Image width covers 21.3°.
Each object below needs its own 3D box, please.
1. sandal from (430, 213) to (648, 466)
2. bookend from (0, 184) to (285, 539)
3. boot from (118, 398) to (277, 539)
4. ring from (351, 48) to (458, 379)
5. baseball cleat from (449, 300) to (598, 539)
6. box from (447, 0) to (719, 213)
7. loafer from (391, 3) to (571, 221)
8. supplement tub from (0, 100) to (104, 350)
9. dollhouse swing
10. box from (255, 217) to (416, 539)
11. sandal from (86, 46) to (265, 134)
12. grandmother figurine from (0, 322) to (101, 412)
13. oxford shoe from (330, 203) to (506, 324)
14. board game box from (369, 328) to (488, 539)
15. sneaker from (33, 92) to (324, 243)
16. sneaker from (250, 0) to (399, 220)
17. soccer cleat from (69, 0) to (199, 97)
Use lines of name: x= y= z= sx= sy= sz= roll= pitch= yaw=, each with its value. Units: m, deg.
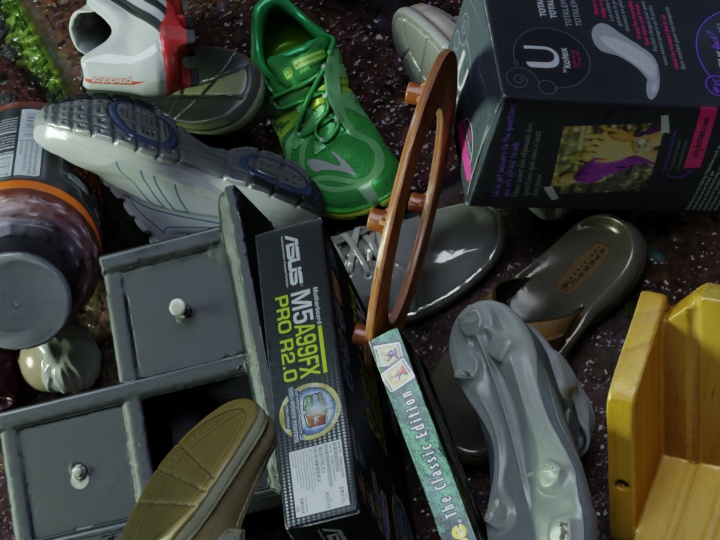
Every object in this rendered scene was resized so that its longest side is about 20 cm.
sandal: x=0.107 y=0.032 z=1.201 sx=0.080 sy=0.054 sz=0.200 roll=31 pitch=71 yaw=32
bookend: x=-0.140 y=0.075 z=1.189 sx=0.197 sy=0.092 sz=0.201 roll=-13 pitch=74 yaw=9
boot: x=-0.065 y=0.189 z=1.083 sx=0.201 sy=0.154 sz=0.072 roll=-61 pitch=25 yaw=-9
ring: x=0.026 y=-0.035 z=1.140 sx=0.019 sy=0.201 sz=0.201 roll=13 pitch=61 yaw=9
baseball cleat: x=0.111 y=0.110 z=1.095 sx=0.069 sy=0.106 sz=0.201 roll=-28 pitch=57 yaw=29
box: x=0.163 y=-0.115 z=1.207 sx=0.198 sy=0.106 sz=0.123 roll=2 pitch=52 yaw=-12
loafer: x=0.098 y=-0.115 z=1.303 sx=0.063 sy=0.072 sz=0.200 roll=-26 pitch=58 yaw=-22
supplement tub: x=-0.224 y=-0.027 z=1.274 sx=0.106 sy=0.107 sz=0.200 roll=-19 pitch=30 yaw=4
dollhouse swing: x=0.221 y=0.140 z=1.033 sx=0.199 sy=0.183 sz=0.176 roll=12 pitch=41 yaw=23
box: x=-0.011 y=0.095 z=1.132 sx=0.044 sy=0.161 sz=0.201 roll=-15 pitch=53 yaw=9
sandal: x=-0.133 y=-0.128 z=1.380 sx=0.200 sy=0.057 sz=0.080 roll=24 pitch=84 yaw=46
grandmother figurine: x=-0.273 y=0.070 z=1.298 sx=0.198 sy=0.061 sz=0.122 roll=-9 pitch=82 yaw=8
oxford shoe: x=0.000 y=0.000 z=1.256 sx=0.199 sy=0.058 sz=0.076 roll=-18 pitch=51 yaw=3
board game box: x=0.055 y=0.138 z=1.081 sx=0.023 sy=0.105 sz=0.201 roll=-21 pitch=71 yaw=2
sneaker: x=-0.126 y=-0.051 z=1.262 sx=0.199 sy=0.087 sz=0.075 roll=23 pitch=26 yaw=-12
sneaker: x=-0.035 y=-0.113 z=1.325 sx=0.074 sy=0.084 sz=0.201 roll=-29 pitch=54 yaw=-3
soccer cleat: x=-0.161 y=-0.182 z=1.328 sx=0.084 sy=0.069 sz=0.201 roll=-5 pitch=37 yaw=-8
